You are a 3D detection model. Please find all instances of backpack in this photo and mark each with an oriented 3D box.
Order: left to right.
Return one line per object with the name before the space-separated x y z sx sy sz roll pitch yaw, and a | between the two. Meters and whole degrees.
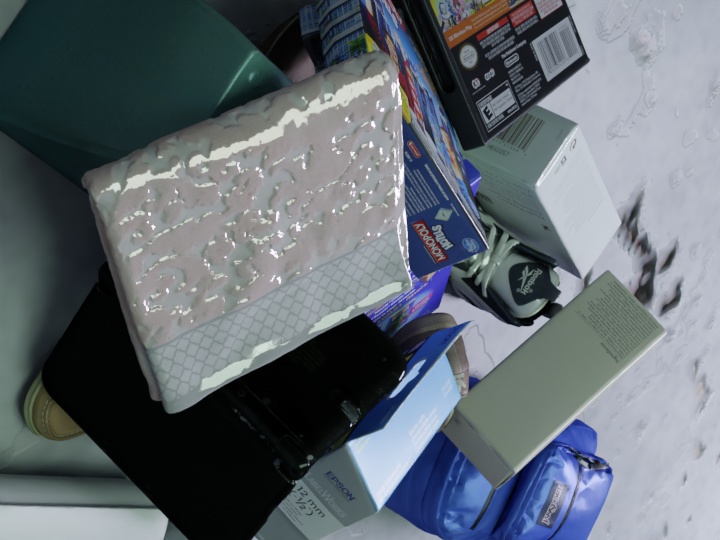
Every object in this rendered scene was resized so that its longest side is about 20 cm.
backpack | 0.128 0.184 1.361 0.200 0.168 0.163 24 85 -43

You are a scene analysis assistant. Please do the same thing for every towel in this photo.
towel | -0.058 -0.021 0.891 0.200 0.032 0.191 -26 134 -20

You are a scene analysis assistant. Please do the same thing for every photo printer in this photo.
photo printer | -0.254 0.234 1.085 0.200 0.069 0.167 12 100 -46

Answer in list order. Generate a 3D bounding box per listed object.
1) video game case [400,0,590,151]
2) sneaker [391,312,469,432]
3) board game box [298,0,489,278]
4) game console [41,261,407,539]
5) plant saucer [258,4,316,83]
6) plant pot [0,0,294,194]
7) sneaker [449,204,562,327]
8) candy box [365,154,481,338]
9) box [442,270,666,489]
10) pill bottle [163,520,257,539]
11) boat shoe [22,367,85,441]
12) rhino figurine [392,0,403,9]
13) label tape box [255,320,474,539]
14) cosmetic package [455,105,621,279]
video game case | 0.098 -0.211 1.122 0.200 0.025 0.181 -39 110 -48
sneaker | 0.037 0.114 1.224 0.070 0.076 0.200 -6 151 -21
board game box | 0.013 -0.133 1.029 0.062 0.200 0.200 -23 136 14
game console | -0.099 0.071 1.027 0.176 0.200 0.116 -41 169 -26
plant saucer | -0.048 -0.111 1.118 0.200 0.032 0.200 -39 138 -46
plant pot | -0.128 -0.108 0.951 0.141 0.200 0.141 -57 136 -6
sneaker | 0.116 -0.013 1.279 0.080 0.129 0.199 -51 136 -15
candy box | 0.000 0.000 1.156 0.169 0.077 0.200 -36 160 -27
box | 0.169 0.095 1.266 0.200 0.082 0.068 -37 169 -21
pill bottle | -0.136 0.266 1.184 0.112 0.112 0.200 13 100 -46
boat shoe | -0.160 0.071 1.100 0.200 0.066 0.074 -33 130 -26
rhino figurine | 0.088 -0.228 1.203 0.200 0.060 0.088 13 96 -47
label tape box | 0.007 0.130 1.103 0.066 0.200 0.143 51 45 -8
cosmetic package | 0.156 -0.076 1.279 0.074 0.102 0.200 -54 149 -9
